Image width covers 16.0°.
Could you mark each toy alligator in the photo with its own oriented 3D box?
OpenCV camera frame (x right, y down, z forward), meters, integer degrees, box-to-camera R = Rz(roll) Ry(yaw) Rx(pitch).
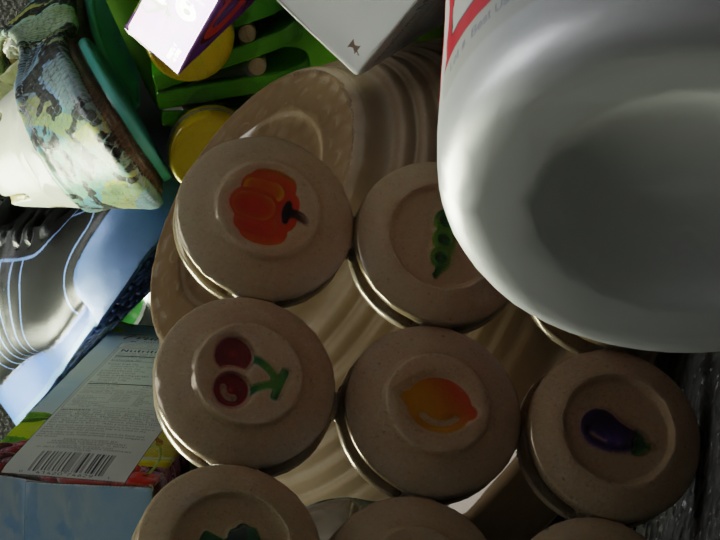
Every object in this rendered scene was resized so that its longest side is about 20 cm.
[{"bbox_3d":[-0.049,-0.096,0.875,0.059,0.054,0.201,-104,4,-67],"label":"toy alligator"}]

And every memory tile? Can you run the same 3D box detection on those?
[{"bbox_3d":[0.016,0.060,0.681,0.017,0.153,0.201,116,162,-63],"label":"memory tile"}]

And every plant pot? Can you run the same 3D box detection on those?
[{"bbox_3d":[0.000,0.000,0.805,0.201,0.093,0.201,-35,38,33],"label":"plant pot"}]

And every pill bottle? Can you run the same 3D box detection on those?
[{"bbox_3d":[0.077,-0.089,0.609,0.112,0.112,0.201,110,168,-49],"label":"pill bottle"}]

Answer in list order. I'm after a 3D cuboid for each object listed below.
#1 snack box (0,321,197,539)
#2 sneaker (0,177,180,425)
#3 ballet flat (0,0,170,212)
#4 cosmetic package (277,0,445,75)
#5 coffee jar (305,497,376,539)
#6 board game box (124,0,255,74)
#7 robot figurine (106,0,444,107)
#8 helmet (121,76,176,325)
[{"bbox_3d":[-0.083,0.123,0.918,0.200,0.067,0.170,-61,-25,-75],"label":"snack box"},{"bbox_3d":[-0.129,-0.002,1.034,0.070,0.078,0.200,-44,1,-34],"label":"sneaker"},{"bbox_3d":[-0.112,-0.055,0.952,0.200,0.074,0.075,-113,35,-73],"label":"ballet flat"},{"bbox_3d":[0.053,-0.152,0.753,0.200,0.051,0.083,-50,-4,29],"label":"cosmetic package"},{"bbox_3d":[-0.010,0.173,0.749,0.085,0.104,0.201,32,135,41],"label":"coffee jar"},{"bbox_3d":[0.000,-0.151,0.768,0.120,0.032,0.200,-43,-6,-35],"label":"board game box"},{"bbox_3d":[0.004,-0.129,0.959,0.176,0.199,0.116,-102,-11,-65],"label":"robot figurine"},{"bbox_3d":[-0.046,-0.050,1.117,0.191,0.199,0.201,106,172,-52],"label":"helmet"}]
